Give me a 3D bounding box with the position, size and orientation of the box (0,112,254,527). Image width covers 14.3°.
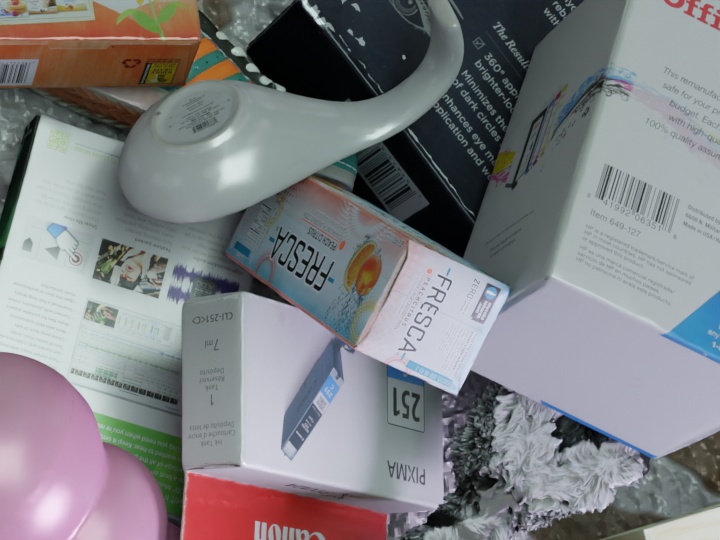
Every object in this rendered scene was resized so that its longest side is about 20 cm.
[{"bbox_3d":[-0.139,0.029,1.585,0.144,0.036,0.200,18,72,-15],"label":"box"}]

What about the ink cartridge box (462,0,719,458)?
[{"bbox_3d":[0.155,-0.032,1.508,0.147,0.145,0.200,26,65,-14],"label":"ink cartridge box"}]

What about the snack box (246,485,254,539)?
[{"bbox_3d":[-0.066,0.157,1.562,0.024,0.072,0.200,2,77,5],"label":"snack box"}]

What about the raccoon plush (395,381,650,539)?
[{"bbox_3d":[0.069,0.102,1.604,0.200,0.134,0.097,-27,95,-13],"label":"raccoon plush"}]

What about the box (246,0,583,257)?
[{"bbox_3d":[0.078,-0.117,1.649,0.200,0.117,0.197,-38,93,-22],"label":"box"}]

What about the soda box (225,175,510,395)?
[{"bbox_3d":[0.000,0.000,1.498,0.068,0.200,0.064,25,94,-25],"label":"soda box"}]

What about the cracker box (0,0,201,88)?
[{"bbox_3d":[-0.167,-0.198,1.563,0.134,0.058,0.200,-1,65,-16],"label":"cracker box"}]

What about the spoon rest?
[{"bbox_3d":[-0.035,-0.082,1.529,0.200,0.061,0.099,-24,43,2],"label":"spoon rest"}]

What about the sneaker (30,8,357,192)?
[{"bbox_3d":[-0.087,-0.107,1.607,0.200,0.071,0.080,23,73,-7],"label":"sneaker"}]

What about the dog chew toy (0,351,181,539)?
[{"bbox_3d":[-0.158,0.132,1.488,0.200,0.125,0.125,41,67,-26],"label":"dog chew toy"}]

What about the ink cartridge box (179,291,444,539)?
[{"bbox_3d":[-0.024,0.115,1.545,0.200,0.045,0.176,18,69,-55],"label":"ink cartridge box"}]

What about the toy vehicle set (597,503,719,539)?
[{"bbox_3d":[0.225,0.143,1.644,0.200,0.124,0.027,-14,84,-22],"label":"toy vehicle set"}]
